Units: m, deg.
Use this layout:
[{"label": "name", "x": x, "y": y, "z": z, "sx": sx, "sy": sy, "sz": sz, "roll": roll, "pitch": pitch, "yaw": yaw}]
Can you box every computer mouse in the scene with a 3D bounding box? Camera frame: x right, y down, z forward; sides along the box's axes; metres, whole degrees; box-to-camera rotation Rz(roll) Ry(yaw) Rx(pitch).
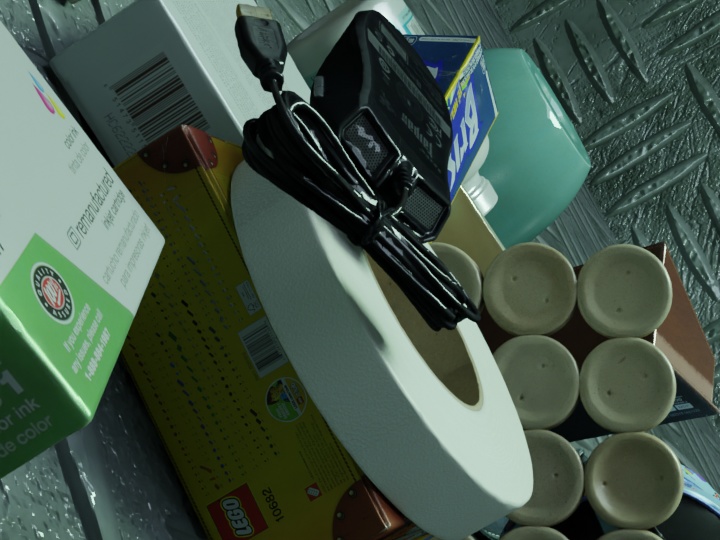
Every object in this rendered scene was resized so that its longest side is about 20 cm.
[{"label": "computer mouse", "x": -0.013, "y": -0.064, "z": 0.661, "sx": 0.140, "sy": 0.046, "sz": 0.200, "roll": 45, "pitch": 24, "yaw": -29}]

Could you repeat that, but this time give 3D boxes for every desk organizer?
[{"label": "desk organizer", "x": 0.113, "y": 0.054, "z": 0.940, "sx": 0.072, "sy": 0.200, "sz": 0.077, "roll": 39, "pitch": 50, "yaw": -34}]

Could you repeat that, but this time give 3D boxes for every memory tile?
[{"label": "memory tile", "x": 0.091, "y": 0.085, "z": 0.822, "sx": 0.017, "sy": 0.153, "sz": 0.201, "roll": 61, "pitch": 29, "yaw": -78}]

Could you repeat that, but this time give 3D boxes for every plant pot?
[{"label": "plant pot", "x": 0.110, "y": -0.108, "z": 1.418, "sx": 0.201, "sy": 0.161, "sz": 0.201, "roll": 53, "pitch": 14, "yaw": -20}]

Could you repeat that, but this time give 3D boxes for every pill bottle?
[{"label": "pill bottle", "x": 0.031, "y": -0.123, "z": 1.269, "sx": 0.200, "sy": 0.111, "sz": 0.111, "roll": 56, "pitch": 14, "yaw": -13}]

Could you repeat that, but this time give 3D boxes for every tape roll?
[{"label": "tape roll", "x": 0.013, "y": 0.026, "z": 0.711, "sx": 0.203, "sy": 0.037, "sz": 0.203, "roll": 53, "pitch": 16, "yaw": -22}]

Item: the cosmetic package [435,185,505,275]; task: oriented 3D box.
[{"label": "cosmetic package", "x": 0.042, "y": -0.032, "z": 1.120, "sx": 0.200, "sy": 0.071, "sz": 0.105, "roll": 54, "pitch": -5, "yaw": -16}]

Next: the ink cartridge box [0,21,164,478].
[{"label": "ink cartridge box", "x": -0.158, "y": -0.042, "z": 0.470, "sx": 0.200, "sy": 0.084, "sz": 0.145, "roll": 55, "pitch": 14, "yaw": -17}]

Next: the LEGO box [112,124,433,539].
[{"label": "LEGO box", "x": -0.040, "y": 0.044, "z": 0.726, "sx": 0.200, "sy": 0.077, "sz": 0.149, "roll": 62, "pitch": 14, "yaw": 14}]

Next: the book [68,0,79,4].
[{"label": "book", "x": -0.143, "y": -0.250, "z": 0.915, "sx": 0.134, "sy": 0.048, "sz": 0.200, "roll": 61, "pitch": 34, "yaw": -16}]

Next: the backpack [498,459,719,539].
[{"label": "backpack", "x": 0.157, "y": 0.193, "z": 0.907, "sx": 0.200, "sy": 0.182, "sz": 0.135, "roll": 50, "pitch": 16, "yaw": -19}]

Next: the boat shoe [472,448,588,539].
[{"label": "boat shoe", "x": 0.102, "y": 0.146, "z": 0.991, "sx": 0.071, "sy": 0.091, "sz": 0.200, "roll": 64, "pitch": 14, "yaw": 20}]

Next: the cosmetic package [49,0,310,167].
[{"label": "cosmetic package", "x": -0.088, "y": -0.098, "z": 0.870, "sx": 0.102, "sy": 0.071, "sz": 0.200, "roll": 58, "pitch": 14, "yaw": -3}]

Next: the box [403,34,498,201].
[{"label": "box", "x": 0.017, "y": -0.061, "z": 0.955, "sx": 0.200, "sy": 0.070, "sz": 0.064, "roll": -61, "pitch": 146, "yaw": -38}]
